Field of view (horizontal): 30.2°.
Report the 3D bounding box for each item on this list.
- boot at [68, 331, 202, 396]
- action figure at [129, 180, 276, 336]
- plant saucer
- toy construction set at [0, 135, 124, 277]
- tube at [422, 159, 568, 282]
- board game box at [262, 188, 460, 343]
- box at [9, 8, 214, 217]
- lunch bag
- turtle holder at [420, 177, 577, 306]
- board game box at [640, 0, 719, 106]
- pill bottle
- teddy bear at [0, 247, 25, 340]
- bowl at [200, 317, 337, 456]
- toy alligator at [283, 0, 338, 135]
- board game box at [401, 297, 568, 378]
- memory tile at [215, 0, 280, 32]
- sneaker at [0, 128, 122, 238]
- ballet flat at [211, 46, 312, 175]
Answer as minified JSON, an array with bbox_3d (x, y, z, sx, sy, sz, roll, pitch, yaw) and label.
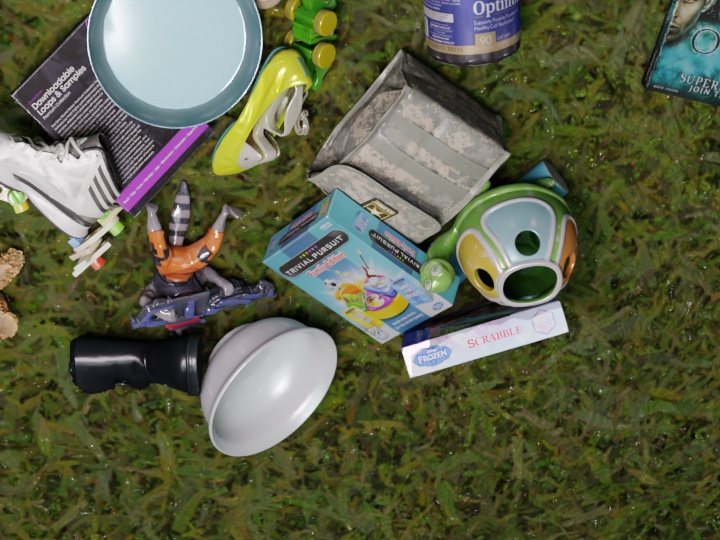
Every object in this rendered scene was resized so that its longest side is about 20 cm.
[{"bbox_3d":[-0.281,0.117,1.665,0.166,0.200,0.078,2,82,-8],"label":"boot"},{"bbox_3d":[-0.203,-0.005,1.671,0.198,0.105,0.195,-6,130,-32],"label":"action figure"},{"bbox_3d":[-0.210,-0.263,1.515,0.197,0.027,0.203,-4,110,-11],"label":"plant saucer"},{"bbox_3d":[-0.357,-0.082,1.598,0.131,0.092,0.200,-45,123,-9],"label":"toy construction set"},{"bbox_3d":[0.170,-0.057,1.681,0.199,0.051,0.077,-39,118,18],"label":"tube"},{"bbox_3d":[0.000,0.000,1.655,0.199,0.047,0.151,34,142,-20],"label":"board game box"},{"bbox_3d":[-0.287,-0.183,1.550,0.143,0.036,0.200,-47,114,-9],"label":"box"},{"bbox_3d":[0.052,-0.131,1.594,0.163,0.118,0.200,31,119,-21],"label":"lunch bag"},{"bbox_3d":[0.172,-0.029,1.592,0.183,0.133,0.142,11,129,-17],"label":"turtle holder"},{"bbox_3d":[0.453,-0.263,1.603,0.197,0.028,0.137,10,117,-10],"label":"board game box"},{"bbox_3d":[0.121,-0.341,1.488,0.110,0.112,0.202,-7,119,-1],"label":"pill bottle"},{"bbox_3d":[-0.492,-0.003,1.653,0.145,0.067,0.200,-39,108,5],"label":"teddy bear"},{"bbox_3d":[-0.133,0.132,1.709,0.200,0.090,0.203,-29,142,-26],"label":"bowl"},{"bbox_3d":[-0.052,-0.256,1.557,0.054,0.059,0.202,-29,136,-39],"label":"toy alligator"},{"bbox_3d":[0.151,0.073,1.662,0.197,0.200,0.042,-17,94,4],"label":"board game box"},{"bbox_3d":[-0.195,-0.346,1.514,0.153,0.017,0.200,-36,115,14],"label":"memory tile"},{"bbox_3d":[-0.350,-0.136,1.490,0.115,0.076,0.200,-41,119,16],"label":"sneaker"},{"bbox_3d":[-0.113,-0.169,1.560,0.067,0.066,0.201,48,127,20],"label":"ballet flat"}]
